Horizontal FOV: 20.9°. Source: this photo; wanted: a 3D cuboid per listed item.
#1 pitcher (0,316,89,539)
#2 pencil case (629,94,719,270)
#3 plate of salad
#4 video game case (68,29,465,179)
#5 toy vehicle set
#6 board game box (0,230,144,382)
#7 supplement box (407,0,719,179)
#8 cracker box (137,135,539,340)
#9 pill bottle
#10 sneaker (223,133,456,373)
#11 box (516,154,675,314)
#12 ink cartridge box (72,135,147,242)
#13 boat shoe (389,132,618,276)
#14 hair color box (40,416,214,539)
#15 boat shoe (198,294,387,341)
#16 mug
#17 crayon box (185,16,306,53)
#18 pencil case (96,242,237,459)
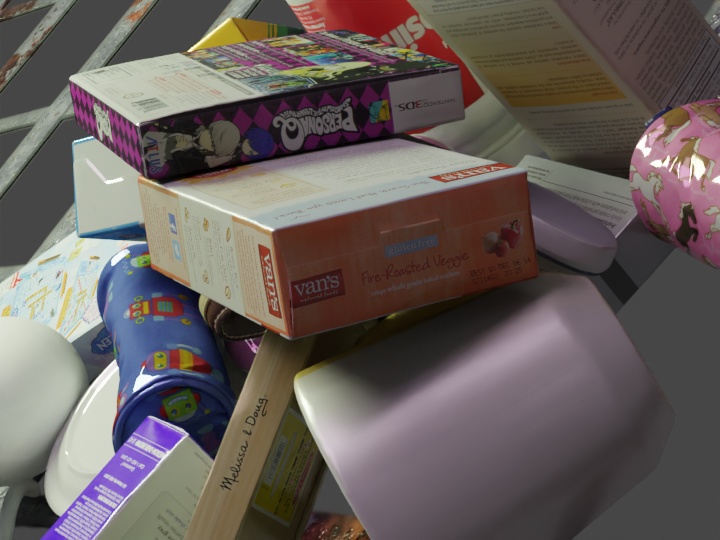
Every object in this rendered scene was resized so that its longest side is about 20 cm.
[{"bbox_3d":[-0.269,0.127,1.407,0.121,0.172,0.200,-16,6,22],"label":"pitcher"},{"bbox_3d":[0.220,-0.036,1.015,0.083,0.087,0.200,-16,19,-18],"label":"pencil case"},{"bbox_3d":[-0.134,0.098,1.344,0.200,0.048,0.200,-31,29,19],"label":"plate of salad"},{"bbox_3d":[-0.060,-0.099,1.114,0.181,0.036,0.200,-12,16,-17],"label":"video game case"},{"bbox_3d":[-0.047,0.106,1.074,0.026,0.124,0.200,18,78,16],"label":"toy vehicle set"},{"bbox_3d":[-0.235,0.032,1.602,0.199,0.041,0.200,-33,27,20],"label":"board game box"},{"bbox_3d":[0.132,-0.134,1.151,0.126,0.200,0.074,3,54,55],"label":"supplement box"},{"bbox_3d":[-0.017,-0.023,0.986,0.134,0.058,0.200,-13,14,-22],"label":"cracker box"},{"bbox_3d":[0.039,-0.149,1.294,0.112,0.200,0.112,-32,20,13],"label":"pill bottle"},{"bbox_3d":[0.000,0.000,1.274,0.200,0.088,0.081,-40,69,9],"label":"sneaker"},{"bbox_3d":[0.082,0.023,1.164,0.200,0.041,0.156,-48,25,-9],"label":"box"},{"bbox_3d":[-0.079,-0.057,1.302,0.116,0.200,0.068,-9,82,40],"label":"ink cartridge box"},{"bbox_3d":[0.053,-0.029,1.117,0.200,0.074,0.065,26,108,29],"label":"boat shoe"},{"bbox_3d":[-0.143,0.197,1.133,0.200,0.109,0.065,-50,27,-16],"label":"hair color box"},{"bbox_3d":[-0.003,0.004,1.183,0.200,0.072,0.072,-23,56,8],"label":"boat shoe"},{"bbox_3d":[0.061,0.064,0.982,0.153,0.149,0.187,-32,62,4],"label":"mug"},{"bbox_3d":[-0.104,-0.124,1.417,0.126,0.052,0.200,-37,-5,14],"label":"crayon box"},{"bbox_3d":[-0.126,0.059,1.256,0.078,0.087,0.200,-7,29,-7],"label":"pencil case"}]
